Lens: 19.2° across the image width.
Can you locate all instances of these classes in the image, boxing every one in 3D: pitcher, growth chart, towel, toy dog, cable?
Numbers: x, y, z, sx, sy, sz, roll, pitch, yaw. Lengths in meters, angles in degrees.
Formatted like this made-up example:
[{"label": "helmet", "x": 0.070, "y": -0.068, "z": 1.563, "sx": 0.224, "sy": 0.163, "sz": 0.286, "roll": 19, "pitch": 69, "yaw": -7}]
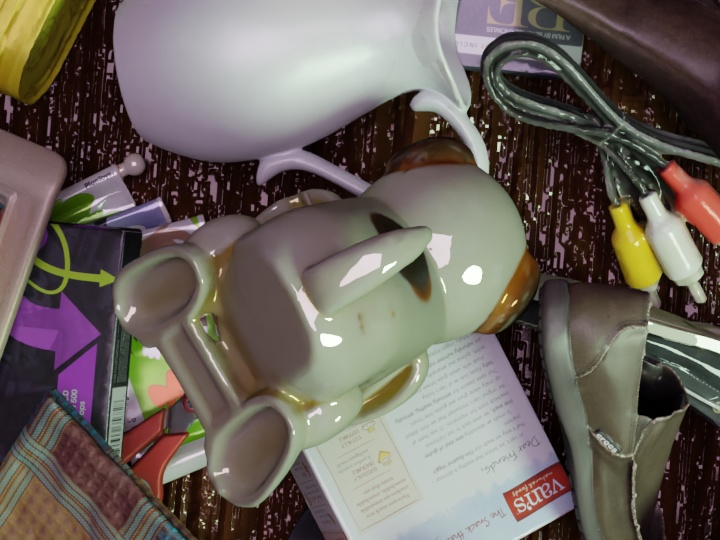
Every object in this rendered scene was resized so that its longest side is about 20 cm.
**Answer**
[{"label": "pitcher", "x": -0.030, "y": -0.104, "z": 1.208, "sx": 0.199, "sy": 0.121, "sz": 0.172, "roll": -8, "pitch": 88, "yaw": 10}, {"label": "growth chart", "x": -0.130, "y": 0.032, "z": 1.264, "sx": 0.145, "sy": 0.018, "sz": 0.200, "roll": -32, "pitch": 89, "yaw": 1}, {"label": "towel", "x": -0.176, "y": 0.187, "z": 1.200, "sx": 0.147, "sy": 0.022, "sz": 0.200, "roll": 43, "pitch": 117, "yaw": 20}, {"label": "toy dog", "x": 0.000, "y": 0.000, "z": 1.111, "sx": 0.140, "sy": 0.200, "sz": 0.194, "roll": 52, "pitch": 134, "yaw": 14}, {"label": "cable", "x": 0.153, "y": -0.064, "z": 1.205, "sx": 0.097, "sy": 0.050, "sz": 0.200, "roll": -31, "pitch": 121, "yaw": 22}]

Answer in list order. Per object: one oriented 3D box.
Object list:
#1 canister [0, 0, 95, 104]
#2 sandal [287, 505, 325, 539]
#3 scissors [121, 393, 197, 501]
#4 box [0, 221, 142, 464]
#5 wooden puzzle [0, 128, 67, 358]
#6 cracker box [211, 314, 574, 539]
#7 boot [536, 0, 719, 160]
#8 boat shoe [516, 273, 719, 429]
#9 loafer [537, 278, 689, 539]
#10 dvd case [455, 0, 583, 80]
[{"label": "canister", "x": -0.251, "y": -0.207, "z": 1.243, "sx": 0.200, "sy": 0.087, "sz": 0.149, "roll": 27, "pitch": 89, "yaw": 4}, {"label": "sandal", "x": -0.016, "y": 0.234, "z": 1.240, "sx": 0.076, "sy": 0.043, "sz": 0.201, "roll": 5, "pitch": 88, "yaw": 2}, {"label": "scissors", "x": -0.103, "y": 0.092, "z": 1.250, "sx": 0.200, "sy": 0.014, "sz": 0.073, "roll": -34, "pitch": 85, "yaw": -1}, {"label": "box", "x": -0.232, "y": 0.038, "z": 1.239, "sx": 0.199, "sy": 0.036, "sz": 0.143, "roll": 5, "pitch": 91, "yaw": 14}, {"label": "wooden puzzle", "x": -0.282, "y": -0.004, "z": 1.214, "sx": 0.185, "sy": 0.037, "sz": 0.200, "roll": 22, "pitch": 94, "yaw": 13}, {"label": "cracker box", "x": 0.019, "y": 0.079, "z": 1.221, "sx": 0.134, "sy": 0.058, "sz": 0.200, "roll": -26, "pitch": 87, "yaw": -17}, {"label": "boot", "x": 0.166, "y": -0.114, "z": 1.172, "sx": 0.166, "sy": 0.200, "sz": 0.072, "roll": 24, "pitch": 114, "yaw": -11}, {"label": "boat shoe", "x": 0.159, "y": 0.052, "z": 1.223, "sx": 0.200, "sy": 0.072, "sz": 0.068, "roll": 20, "pitch": 99, "yaw": -8}, {"label": "loafer", "x": 0.148, "y": 0.089, "z": 1.177, "sx": 0.071, "sy": 0.073, "sz": 0.200, "roll": -8, "pitch": 129, "yaw": 13}, {"label": "dvd case", "x": 0.067, "y": -0.220, "z": 1.266, "sx": 0.148, "sy": 0.016, "sz": 0.201, "roll": 6, "pitch": 89, "yaw": 2}]
